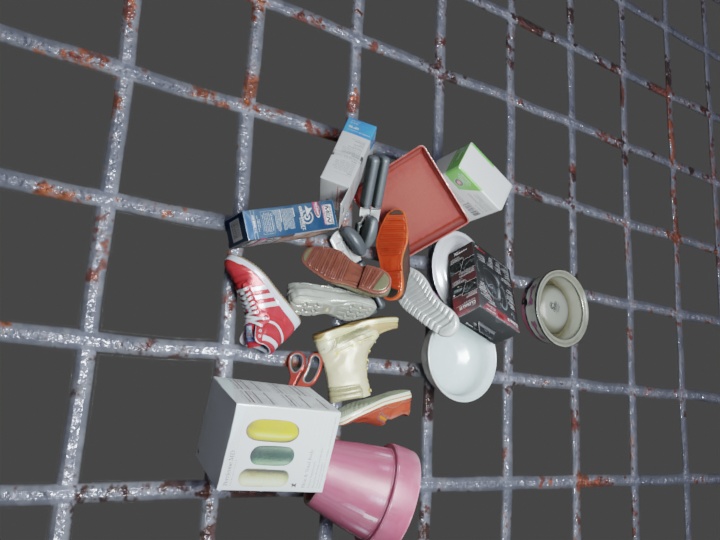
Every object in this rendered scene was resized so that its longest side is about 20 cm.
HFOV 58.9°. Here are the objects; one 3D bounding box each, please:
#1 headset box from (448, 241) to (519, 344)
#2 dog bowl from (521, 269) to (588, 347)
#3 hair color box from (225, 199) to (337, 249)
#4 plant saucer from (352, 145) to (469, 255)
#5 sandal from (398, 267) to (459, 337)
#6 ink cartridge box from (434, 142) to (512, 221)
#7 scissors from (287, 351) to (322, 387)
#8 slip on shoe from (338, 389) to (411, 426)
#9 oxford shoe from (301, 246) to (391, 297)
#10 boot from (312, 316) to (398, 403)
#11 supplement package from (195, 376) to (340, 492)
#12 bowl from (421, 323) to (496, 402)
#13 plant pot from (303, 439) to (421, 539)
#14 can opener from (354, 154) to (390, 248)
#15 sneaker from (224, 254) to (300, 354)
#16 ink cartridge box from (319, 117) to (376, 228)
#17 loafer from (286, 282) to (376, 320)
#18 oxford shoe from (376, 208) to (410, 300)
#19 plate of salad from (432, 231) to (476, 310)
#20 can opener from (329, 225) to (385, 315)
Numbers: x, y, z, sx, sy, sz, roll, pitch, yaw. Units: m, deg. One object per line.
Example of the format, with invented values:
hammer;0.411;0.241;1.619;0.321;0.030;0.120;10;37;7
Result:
headset box;0.278;0.059;1.438;0.148;0.077;0.201;31;45;-33
dog bowl;0.503;0.101;1.669;0.199;0.074;0.202;5;80;-31
hair color box;-0.156;-0.091;1.267;0.199;0.100;0.061;-12;89;-33
plant saucer;0.109;-0.147;1.416;0.201;0.199;0.037;56;22;-11
sandal;0.144;0.076;1.410;0.082;0.203;0.050;-45;145;11
ink cartridge box;0.220;-0.185;1.462;0.145;0.199;0.084;41;60;-20
scissors;-0.135;0.251;1.252;0.073;0.014;0.201;16;69;10
slip on shoe;0.030;0.299;1.340;0.199;0.074;0.062;-7;88;-38
oxford shoe;-0.031;0.012;1.323;0.199;0.074;0.071;25;70;14
boot;0.006;0.183;1.340;0.199;0.073;0.157;-13;88;-31
supplement package;-0.168;0.294;1.145;0.199;0.150;0.153;13;92;-29
bowl;0.208;0.198;1.455;0.200;0.090;0.203;7;78;-32
plant pot;-0.005;0.419;1.237;0.178;0.200;0.201;23;70;-10
can opener;0.030;-0.148;1.380;0.052;0.066;0.202;-5;114;-32
sneaker;-0.211;0.072;1.223;0.200;0.071;0.113;50;57;-18
ink cartridge box;-0.035;-0.204;1.345;0.067;0.116;0.201;21;68;5
loafer;-0.059;0.058;1.319;0.199;0.070;0.070;10;44;-30
oxford shoe;0.077;-0.033;1.405;0.072;0.071;0.202;16;80;-67
plate of salad;0.233;0.006;1.529;0.199;0.048;0.202;10;74;-41
can opener;0.000;0.000;1.370;0.053;0.067;0.201;-32;99;-31
